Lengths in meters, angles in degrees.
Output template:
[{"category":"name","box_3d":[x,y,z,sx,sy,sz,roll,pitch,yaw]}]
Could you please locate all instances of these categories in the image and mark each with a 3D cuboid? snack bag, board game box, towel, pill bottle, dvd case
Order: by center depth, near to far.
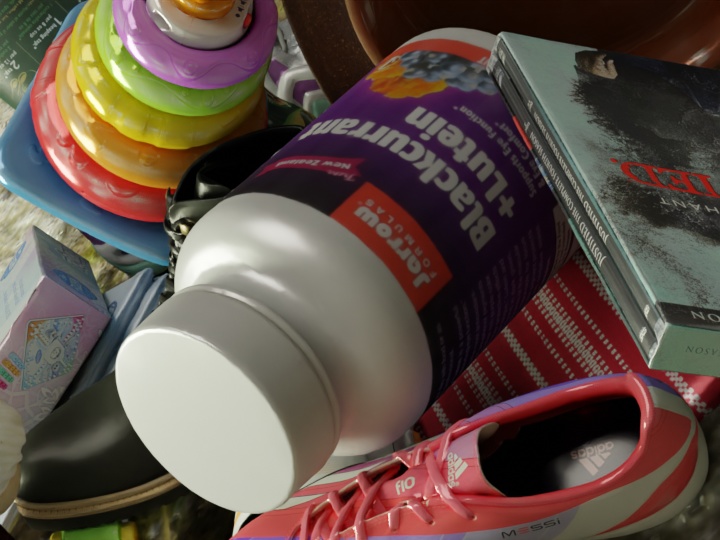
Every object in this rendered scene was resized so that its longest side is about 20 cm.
[{"category":"dvd case","box_3d":[0.137,-0.021,0.767,0.200,0.146,0.022,-109,32,-54]},{"category":"pill bottle","box_3d":[0.000,0.000,0.827,0.111,0.112,0.200,-11,26,46]},{"category":"towel","box_3d":[0.060,0.070,0.877,0.200,0.022,0.145,-47,34,10]},{"category":"snack bag","box_3d":[-0.169,0.097,1.090,0.200,0.021,0.189,-62,14,-19]},{"category":"board game box","box_3d":[-0.202,0.081,1.104,0.199,0.043,0.200,-58,13,2]}]

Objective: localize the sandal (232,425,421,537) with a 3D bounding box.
[{"category":"sandal","box_3d":[-0.013,0.109,0.857,0.079,0.059,0.207,-39,37,19]}]

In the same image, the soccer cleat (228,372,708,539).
[{"category":"soccer cleat","box_3d":[0.026,0.085,0.785,0.200,0.073,0.068,-20,64,10]}]

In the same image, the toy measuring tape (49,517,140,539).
[{"category":"toy measuring tape","box_3d":[-0.120,0.123,0.997,0.074,0.074,0.200,-39,33,18]}]

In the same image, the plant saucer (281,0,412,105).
[{"category":"plant saucer","box_3d":[0.020,-0.141,0.985,0.037,0.200,0.201,-16,44,26]}]

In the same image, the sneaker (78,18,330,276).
[{"category":"sneaker","box_3d":[-0.101,-0.099,1.141,0.200,0.140,0.078,-45,31,9]}]

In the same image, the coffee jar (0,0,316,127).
[{"category":"coffee jar","box_3d":[-0.098,-0.079,1.068,0.104,0.200,0.085,-43,9,11]}]

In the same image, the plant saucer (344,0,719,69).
[{"category":"plant saucer","box_3d":[0.087,-0.144,0.892,0.200,0.200,0.032,-39,38,18]}]

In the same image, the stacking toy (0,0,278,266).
[{"category":"stacking toy","box_3d":[-0.076,-0.100,0.916,0.116,0.110,0.200,-67,6,-32]}]

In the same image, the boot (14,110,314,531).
[{"category":"boot","box_3d":[-0.084,0.019,0.940,0.200,0.138,0.077,-30,45,-6]}]

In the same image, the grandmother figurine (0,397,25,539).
[{"category":"grandmother figurine","box_3d":[-0.173,0.146,0.943,0.121,0.200,0.061,18,24,27]}]
